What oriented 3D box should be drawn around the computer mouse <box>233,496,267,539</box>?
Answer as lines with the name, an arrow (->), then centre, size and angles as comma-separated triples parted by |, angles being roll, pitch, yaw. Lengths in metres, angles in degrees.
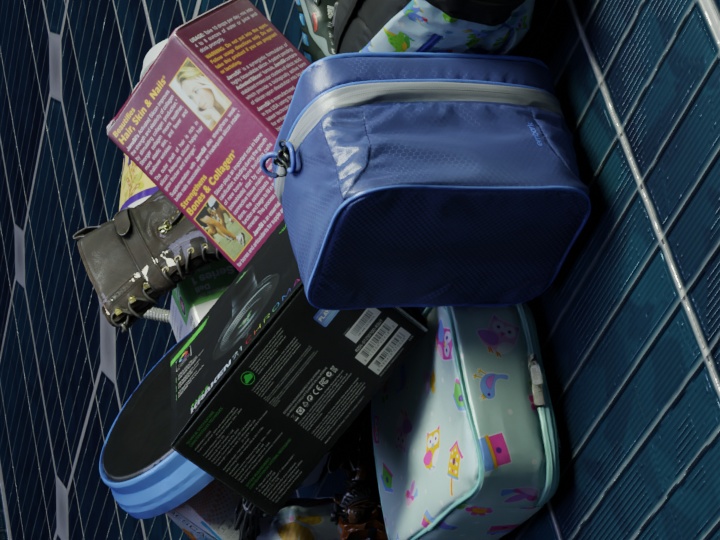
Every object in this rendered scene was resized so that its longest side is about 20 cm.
computer mouse -> -0.049, 0.116, 1.510 | 0.200, 0.053, 0.139 | -55, -5, -32

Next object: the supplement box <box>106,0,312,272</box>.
supplement box -> -0.082, -0.096, 1.511 | 0.200, 0.103, 0.131 | 47, 131, 5

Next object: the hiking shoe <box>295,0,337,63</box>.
hiking shoe -> -0.030, -0.210, 1.566 | 0.087, 0.074, 0.200 | 117, 145, -53

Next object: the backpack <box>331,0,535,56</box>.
backpack -> 0.051, -0.195, 1.257 | 0.200, 0.154, 0.163 | -31, 49, 50

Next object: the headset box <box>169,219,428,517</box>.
headset box -> -0.050, 0.052, 1.362 | 0.174, 0.093, 0.200 | -50, 14, 10

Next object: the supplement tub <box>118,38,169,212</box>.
supplement tub -> -0.151, -0.107, 1.789 | 0.145, 0.145, 0.200 | 122, 153, -58

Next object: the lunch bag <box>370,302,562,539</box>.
lunch bag -> 0.070, 0.106, 1.326 | 0.200, 0.077, 0.160 | 127, 141, -59

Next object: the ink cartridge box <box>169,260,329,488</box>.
ink cartridge box -> -0.103, 0.096, 1.724 | 0.145, 0.084, 0.200 | 109, 142, -66

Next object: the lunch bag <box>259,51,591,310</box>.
lunch bag -> 0.034, -0.063, 1.220 | 0.136, 0.200, 0.132 | 116, 148, -49

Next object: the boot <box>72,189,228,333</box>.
boot -> -0.148, -0.007, 1.637 | 0.200, 0.174, 0.069 | 54, -172, 35

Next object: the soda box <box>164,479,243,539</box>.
soda box -> -0.081, 0.140, 1.581 | 0.068, 0.200, 0.064 | 46, 154, -13

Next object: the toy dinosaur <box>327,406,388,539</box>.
toy dinosaur -> 0.011, 0.150, 1.485 | 0.136, 0.102, 0.200 | 100, 157, -68

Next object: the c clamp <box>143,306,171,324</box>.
c clamp -> -0.166, 0.026, 1.855 | 0.027, 0.200, 0.171 | 16, -90, -82

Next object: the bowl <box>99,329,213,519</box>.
bowl -> -0.138, 0.112, 1.556 | 0.201, 0.039, 0.201 | -39, 22, 19

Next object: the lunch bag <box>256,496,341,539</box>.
lunch bag -> -0.048, 0.278, 1.617 | 0.200, 0.127, 0.170 | -18, 77, 59
